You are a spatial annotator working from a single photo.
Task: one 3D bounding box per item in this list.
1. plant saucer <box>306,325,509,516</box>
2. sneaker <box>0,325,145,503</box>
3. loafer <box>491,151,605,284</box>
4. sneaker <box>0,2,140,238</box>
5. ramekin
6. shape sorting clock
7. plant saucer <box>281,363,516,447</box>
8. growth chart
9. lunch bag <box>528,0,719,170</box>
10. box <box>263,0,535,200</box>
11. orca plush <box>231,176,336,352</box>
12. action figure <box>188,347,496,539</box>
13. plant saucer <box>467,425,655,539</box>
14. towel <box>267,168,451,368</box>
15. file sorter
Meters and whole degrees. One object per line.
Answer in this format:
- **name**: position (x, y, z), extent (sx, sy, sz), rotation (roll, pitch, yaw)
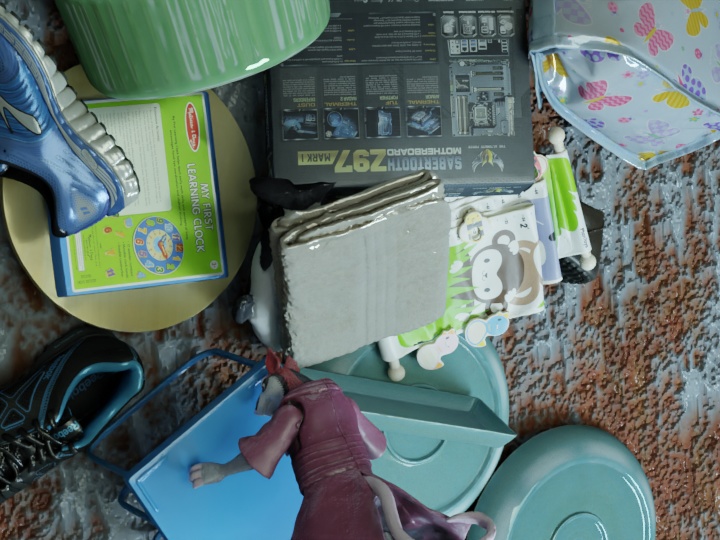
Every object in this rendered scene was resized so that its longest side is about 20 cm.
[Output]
- **plant saucer**: position (0.040, 0.120, 1.670), extent (0.198, 0.027, 0.202), rotation (-4, 98, -29)
- **sneaker**: position (-0.239, 0.113, 1.483), extent (0.200, 0.082, 0.073), rotation (-43, 116, -16)
- **loafer**: position (0.121, -0.067, 1.674), extent (0.200, 0.073, 0.072), rotation (39, 66, -30)
- **sneaker**: position (-0.241, -0.109, 1.440), extent (0.089, 0.079, 0.201), rotation (-38, 91, -11)
- **ramekin**: position (-0.116, -0.195, 1.452), extent (0.199, 0.200, 0.099), rotation (-26, 114, -24)
- **shape sorting clock**: position (-0.167, -0.056, 1.526), extent (0.198, 0.039, 0.202), rotation (1, 87, -24)
- **plant saucer**: position (0.022, 0.105, 1.607), extent (0.198, 0.070, 0.019), rotation (10, 108, -29)
- **growth chart**: position (0.090, -0.007, 1.623), extent (0.199, 0.018, 0.146), rotation (-28, 118, -7)
- **lunch bag**: position (0.196, -0.199, 1.627), extent (0.199, 0.126, 0.171), rotation (28, 55, -42)
- **box**: position (0.027, -0.135, 1.563), extent (0.198, 0.051, 0.160), rotation (-2, 82, -6)
- **orca plush**: position (-0.066, -0.021, 1.536), extent (0.105, 0.071, 0.200), rotation (-32, 154, -10)
- **action figure**: position (-0.022, 0.138, 1.429), extent (0.133, 0.149, 0.201), rotation (-12, 70, -36)
- **plant saucer**: position (0.175, 0.231, 1.749), extent (0.199, 0.027, 0.202), rotation (-7, 103, -33)
- **towel**: position (0.000, 0.000, 1.514), extent (0.131, 0.201, 0.035), rotation (-18, 61, -11)
- **file sorter**: position (-0.090, 0.176, 1.550), extent (0.139, 0.122, 0.201), rotation (-39, 113, -20)
